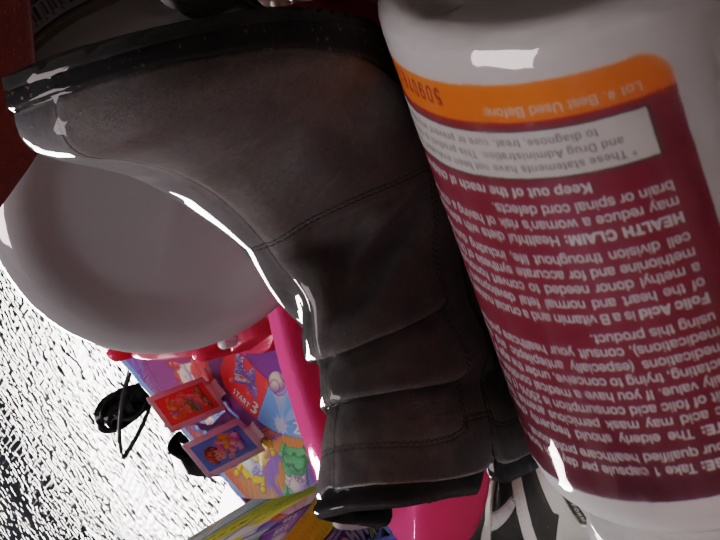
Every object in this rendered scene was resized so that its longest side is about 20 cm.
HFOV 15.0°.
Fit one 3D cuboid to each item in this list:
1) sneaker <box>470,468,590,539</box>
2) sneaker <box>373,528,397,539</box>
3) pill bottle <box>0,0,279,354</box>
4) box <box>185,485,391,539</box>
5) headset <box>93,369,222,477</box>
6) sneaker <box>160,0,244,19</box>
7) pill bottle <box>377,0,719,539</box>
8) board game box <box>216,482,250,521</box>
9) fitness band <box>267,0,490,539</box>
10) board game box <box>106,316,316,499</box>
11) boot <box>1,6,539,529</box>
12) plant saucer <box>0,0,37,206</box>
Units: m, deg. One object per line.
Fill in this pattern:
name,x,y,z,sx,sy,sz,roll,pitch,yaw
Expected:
sneaker,0.083,0.077,0.894,0.088,0.074,0.200,36,150,43
sneaker,0.019,0.118,0.981,0.079,0.066,0.200,68,-162,6
pill bottle,-0.084,-0.061,0.917,0.200,0.115,0.116,-125,13,-63
box,-0.050,0.130,1.047,0.048,0.117,0.200,57,-162,-2
headset,-0.056,0.025,1.134,0.200,0.094,0.124,-38,80,52
sneaker,-0.059,-0.151,0.645,0.080,0.070,0.201,38,147,30
pill bottle,0.087,-0.003,0.734,0.114,0.114,0.200,22,139,53
board game box,0.002,0.187,1.257,0.200,0.032,0.120,49,152,18
fitness band,0.000,0.000,0.907,0.144,0.037,0.200,96,160,-45
board game box,-0.068,-0.007,1.039,0.200,0.039,0.158,47,128,22
boot,-0.009,0.003,0.730,0.070,0.200,0.132,-10,83,39
plant saucer,-0.135,-0.129,0.803,0.200,0.037,0.201,-137,40,-61
